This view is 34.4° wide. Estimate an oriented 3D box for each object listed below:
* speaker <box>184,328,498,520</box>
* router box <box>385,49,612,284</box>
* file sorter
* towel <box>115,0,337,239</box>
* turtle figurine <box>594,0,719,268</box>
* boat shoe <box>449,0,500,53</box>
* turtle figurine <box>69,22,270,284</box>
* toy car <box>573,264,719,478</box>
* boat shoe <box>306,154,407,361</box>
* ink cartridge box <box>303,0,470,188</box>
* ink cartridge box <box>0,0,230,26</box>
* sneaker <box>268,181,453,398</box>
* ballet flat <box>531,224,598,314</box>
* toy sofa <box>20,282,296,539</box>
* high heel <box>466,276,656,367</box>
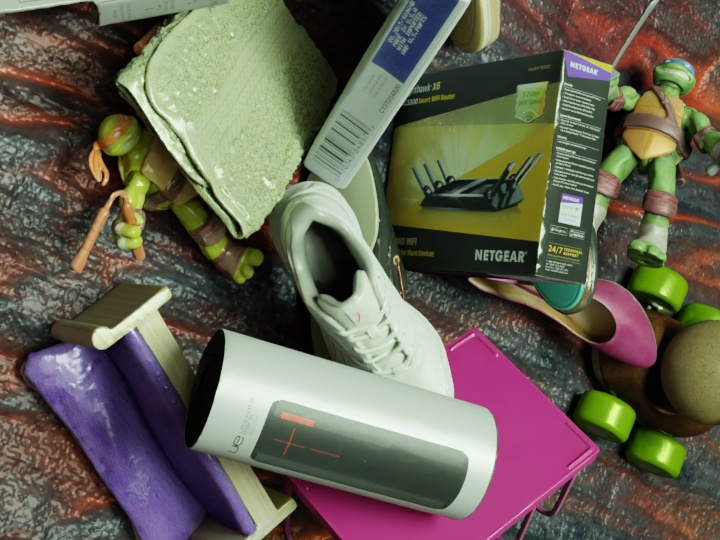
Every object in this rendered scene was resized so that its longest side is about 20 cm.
[{"bbox_3d":[-0.014,0.103,0.769,0.198,0.081,0.082,19,82,-18],"label":"speaker"},{"bbox_3d":[0.096,-0.074,0.886,0.052,0.199,0.159,9,87,-33],"label":"router box"},{"bbox_3d":[0.053,0.173,0.892,0.199,0.139,0.126,-31,150,-27],"label":"file sorter"},{"bbox_3d":[-0.083,-0.130,0.818,0.149,0.036,0.201,54,38,-27],"label":"towel"},{"bbox_3d":[0.253,-0.115,1.004,0.143,0.200,0.196,26,81,-19],"label":"turtle figurine"},{"bbox_3d":[0.097,-0.282,0.953,0.069,0.074,0.202,-12,99,-27],"label":"boat shoe"},{"bbox_3d":[-0.132,-0.056,0.813,0.161,0.064,0.202,39,52,-38],"label":"turtle figurine"},{"bbox_3d":[0.319,0.098,1.044,0.157,0.199,0.165,34,74,-30],"label":"toy car"},{"bbox_3d":[-0.002,0.000,0.907,0.063,0.073,0.204,-5,90,-55],"label":"boat shoe"},{"bbox_3d":[0.046,-0.184,0.835,0.040,0.200,0.201,33,47,-4],"label":"ink cartridge box"},{"bbox_3d":[-0.187,-0.260,0.752,0.174,0.045,0.202,-12,82,-12],"label":"ink cartridge box"},{"bbox_3d":[-0.001,0.034,0.812,0.078,0.099,0.201,-35,98,4],"label":"sneaker"},{"bbox_3d":[0.151,-0.057,0.943,0.068,0.068,0.202,2,58,-46],"label":"ballet flat"},{"bbox_3d":[-0.139,0.115,0.809,0.097,0.082,0.201,-38,112,-27],"label":"toy sofa"},{"bbox_3d":[0.170,0.034,0.978,0.200,0.067,0.096,46,46,-14],"label":"high heel"}]
